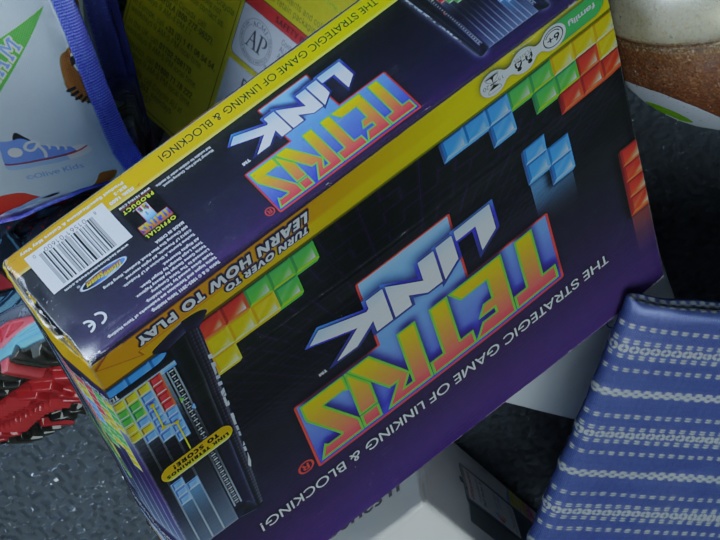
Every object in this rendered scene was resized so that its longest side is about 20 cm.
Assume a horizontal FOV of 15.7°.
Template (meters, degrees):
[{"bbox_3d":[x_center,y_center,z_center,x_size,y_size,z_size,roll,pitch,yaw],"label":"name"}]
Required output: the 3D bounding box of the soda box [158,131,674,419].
[{"bbox_3d":[0.016,-0.004,1.002,0.199,0.068,0.064,15,123,-16],"label":"soda box"}]

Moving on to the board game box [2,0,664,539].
[{"bbox_3d":[0.000,0.000,0.850,0.200,0.057,0.166,-37,144,-11],"label":"board game box"}]

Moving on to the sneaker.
[{"bbox_3d":[-0.117,0.002,0.945,0.079,0.096,0.200,3,164,-39],"label":"sneaker"}]

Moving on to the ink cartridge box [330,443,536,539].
[{"bbox_3d":[0.017,0.137,1.106,0.117,0.067,0.200,-37,121,20],"label":"ink cartridge box"}]

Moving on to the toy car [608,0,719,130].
[{"bbox_3d":[0.164,-0.063,0.890,0.158,0.164,0.201,-39,127,-20],"label":"toy car"}]

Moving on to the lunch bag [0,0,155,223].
[{"bbox_3d":[-0.175,-0.099,0.883,0.169,0.124,0.201,-16,118,6],"label":"lunch bag"}]

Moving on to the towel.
[{"bbox_3d":[0.137,0.082,0.991,0.144,0.024,0.201,3,134,-15],"label":"towel"}]

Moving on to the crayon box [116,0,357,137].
[{"bbox_3d":[-0.009,-0.117,0.882,0.051,0.127,0.201,-18,139,-42],"label":"crayon box"}]
